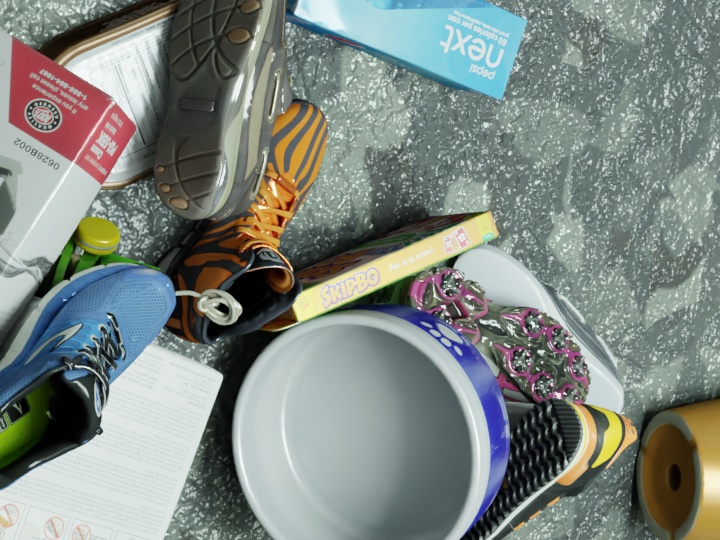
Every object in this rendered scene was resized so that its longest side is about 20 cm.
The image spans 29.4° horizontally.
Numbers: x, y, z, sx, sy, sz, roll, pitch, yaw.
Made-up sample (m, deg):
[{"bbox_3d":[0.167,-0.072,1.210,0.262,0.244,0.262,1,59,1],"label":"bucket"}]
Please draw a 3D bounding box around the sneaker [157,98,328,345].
[{"bbox_3d":[-0.066,-0.029,0.996,0.078,0.112,0.200,33,85,-34],"label":"sneaker"}]

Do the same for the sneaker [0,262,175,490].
[{"bbox_3d":[-0.174,0.069,0.832,0.200,0.089,0.079,-47,131,-37],"label":"sneaker"}]

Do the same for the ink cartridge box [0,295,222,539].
[{"bbox_3d":[-0.194,0.135,0.924,0.161,0.050,0.200,28,79,-43],"label":"ink cartridge box"}]

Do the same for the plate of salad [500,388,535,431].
[{"bbox_3d":[0.090,0.158,1.145,0.200,0.048,0.200,-6,141,-5],"label":"plate of salad"}]

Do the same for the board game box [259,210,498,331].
[{"bbox_3d":[0.000,0.000,1.055,0.200,0.095,0.030,-26,101,-24],"label":"board game box"}]

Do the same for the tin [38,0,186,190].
[{"bbox_3d":[-0.143,-0.129,0.967,0.200,0.042,0.112,-29,121,-22],"label":"tin"}]

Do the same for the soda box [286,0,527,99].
[{"bbox_3d":[0.026,-0.194,1.037,0.200,0.064,0.068,16,95,-35],"label":"soda box"}]

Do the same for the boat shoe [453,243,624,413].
[{"bbox_3d":[0.156,0.046,1.185,0.200,0.068,0.072,43,119,-13],"label":"boat shoe"}]

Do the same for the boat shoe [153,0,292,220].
[{"bbox_3d":[-0.088,-0.131,0.947,0.073,0.074,0.200,14,92,-60],"label":"boat shoe"}]

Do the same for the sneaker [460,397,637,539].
[{"bbox_3d":[0.133,0.168,1.074,0.090,0.070,0.200,8,142,-35],"label":"sneaker"}]

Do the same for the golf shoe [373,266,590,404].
[{"bbox_3d":[0.101,0.059,1.129,0.200,0.092,0.073,31,67,-22],"label":"golf shoe"}]

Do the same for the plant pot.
[{"bbox_3d":[0.371,0.195,1.299,0.183,0.200,0.201,4,102,-17],"label":"plant pot"}]

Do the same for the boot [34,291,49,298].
[{"bbox_3d":[-0.250,0.062,0.940,0.200,0.075,0.097,-5,97,-41],"label":"boot"}]

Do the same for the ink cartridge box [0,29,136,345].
[{"bbox_3d":[-0.256,-0.050,0.851,0.147,0.083,0.200,31,85,3],"label":"ink cartridge box"}]

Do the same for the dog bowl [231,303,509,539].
[{"bbox_3d":[0.008,0.126,1.032,0.079,0.200,0.201,-16,117,-66],"label":"dog bowl"}]

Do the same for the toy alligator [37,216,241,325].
[{"bbox_3d":[-0.178,0.004,0.915,0.200,0.054,0.059,22,120,-1],"label":"toy alligator"}]
